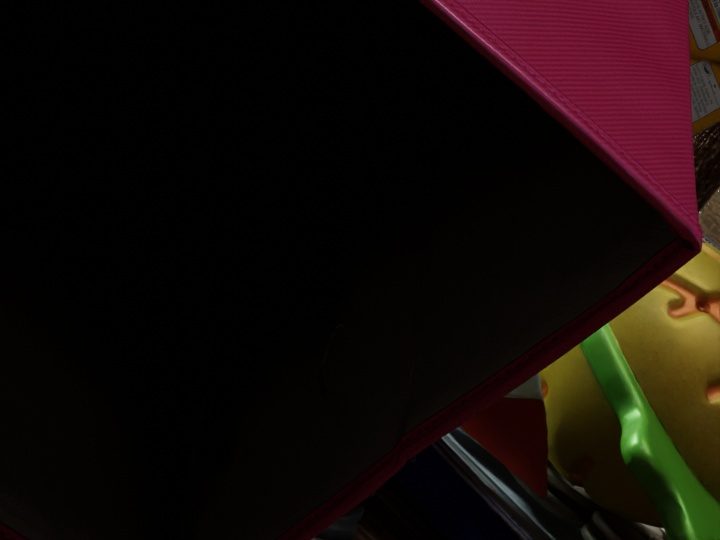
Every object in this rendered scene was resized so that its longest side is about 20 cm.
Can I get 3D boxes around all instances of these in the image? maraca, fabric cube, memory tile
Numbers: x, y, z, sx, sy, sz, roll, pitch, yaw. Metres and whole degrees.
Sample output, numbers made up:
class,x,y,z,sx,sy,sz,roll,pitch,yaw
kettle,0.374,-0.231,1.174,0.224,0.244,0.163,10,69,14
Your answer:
class,x,y,z,sx,sy,sz,roll,pitch,yaw
maraca,0.121,0.054,0.905,0.137,0.107,0.201,44,22,-36
fabric cube,-0.050,-0.071,0.556,0.196,0.200,0.200,37,34,-23
memory tile,0.124,0.121,0.967,0.200,0.017,0.153,44,9,37

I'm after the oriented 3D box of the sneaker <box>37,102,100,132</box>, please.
class,x,y,z,sx,sy,sz,roll,pitch,yaw
sneaker,-0.147,-0.050,0.694,0.200,0.081,0.088,36,9,-32

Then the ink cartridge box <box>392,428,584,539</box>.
class,x,y,z,sx,sy,sz,roll,pitch,yaw
ink cartridge box,0.071,0.114,0.977,0.200,0.041,0.200,31,10,-46

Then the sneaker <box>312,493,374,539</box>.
class,x,y,z,sx,sy,sz,roll,pitch,yaw
sneaker,-0.021,0.021,0.761,0.075,0.114,0.200,35,8,-25

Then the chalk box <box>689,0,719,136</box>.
class,x,y,z,sx,sy,sz,roll,pitch,yaw
chalk box,0.120,-0.136,1.212,0.126,0.123,0.200,66,-16,-15

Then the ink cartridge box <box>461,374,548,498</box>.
class,x,y,z,sx,sy,sz,roll,pitch,yaw
ink cartridge box,0.000,0.000,0.872,0.160,0.047,0.201,39,-25,33
